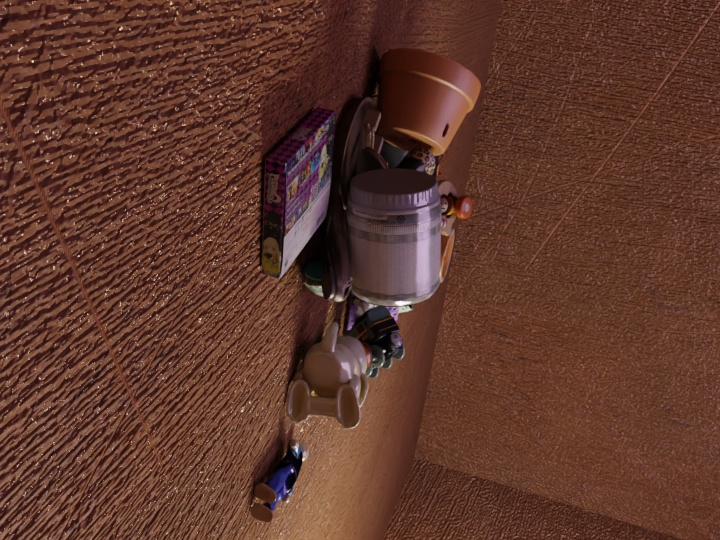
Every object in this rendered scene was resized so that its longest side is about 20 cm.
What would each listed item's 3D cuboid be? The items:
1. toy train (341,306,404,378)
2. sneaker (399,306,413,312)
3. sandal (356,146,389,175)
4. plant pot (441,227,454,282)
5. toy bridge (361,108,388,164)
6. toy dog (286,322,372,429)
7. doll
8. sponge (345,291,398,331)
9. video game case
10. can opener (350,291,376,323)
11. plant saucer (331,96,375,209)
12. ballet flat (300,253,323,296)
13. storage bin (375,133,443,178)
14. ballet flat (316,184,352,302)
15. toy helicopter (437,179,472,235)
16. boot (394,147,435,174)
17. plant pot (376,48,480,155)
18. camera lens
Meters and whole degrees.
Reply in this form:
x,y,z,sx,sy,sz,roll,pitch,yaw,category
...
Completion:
x,y,z,sx,sy,sz,roll,pitch,yaw,category
0.014,0.158,1.622,0.084,0.115,0.200,-15,161,-38,toy train
0.064,0.107,1.892,0.074,0.117,0.202,-64,164,-50,sneaker
0.006,-0.116,1.393,0.054,0.080,0.202,-24,135,-47,sandal
0.111,-0.054,1.772,0.200,0.181,0.203,14,90,-78,plant pot
0.022,-0.214,1.428,0.200,0.027,0.068,72,34,-69,toy bridge
-0.052,0.186,1.481,0.200,0.137,0.197,-32,115,-74,toy dog
-0.136,0.368,1.431,0.200,0.048,0.138,-42,145,-69,doll
0.030,0.078,1.720,0.030,0.110,0.203,-105,-159,-63,sponge
-0.089,-0.116,1.142,0.201,0.035,0.183,-60,161,-54,video game case
0.018,0.108,1.683,0.067,0.052,0.202,-61,151,-50,can opener
-0.014,-0.210,1.400,0.200,0.029,0.203,15,90,-78,plant saucer
-0.055,0.008,1.366,0.200,0.073,0.075,-48,150,-62,ballet flat
0.090,-0.219,1.642,0.134,0.144,0.202,-47,150,-46,storage bin
-0.039,-0.045,1.277,0.067,0.046,0.203,137,-47,-56,ballet flat
0.149,-0.100,1.645,0.132,0.078,0.202,41,67,-47,toy helicopter
0.062,-0.147,1.512,0.151,0.073,0.200,-48,178,-23,boot
0.113,-0.306,1.478,0.200,0.197,0.142,40,67,-77,plant pot
0.055,-0.052,1.307,0.160,0.158,0.203,-53,146,-61,camera lens
